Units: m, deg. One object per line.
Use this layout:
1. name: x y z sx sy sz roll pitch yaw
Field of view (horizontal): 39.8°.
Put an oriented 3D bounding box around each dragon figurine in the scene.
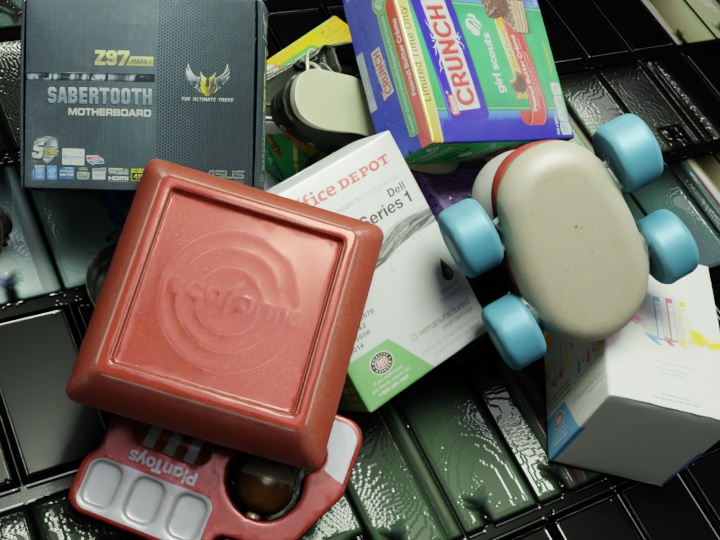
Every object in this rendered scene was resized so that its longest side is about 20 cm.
1. dragon figurine: -0.207 -0.085 0.893 0.059 0.199 0.100 -37 112 -38

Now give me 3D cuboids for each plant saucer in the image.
1. plant saucer: -0.097 0.025 0.747 0.198 0.037 0.202 17 72 -2

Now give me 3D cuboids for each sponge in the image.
1. sponge: 0.103 -0.101 1.052 0.111 0.030 0.201 -2 39 -23

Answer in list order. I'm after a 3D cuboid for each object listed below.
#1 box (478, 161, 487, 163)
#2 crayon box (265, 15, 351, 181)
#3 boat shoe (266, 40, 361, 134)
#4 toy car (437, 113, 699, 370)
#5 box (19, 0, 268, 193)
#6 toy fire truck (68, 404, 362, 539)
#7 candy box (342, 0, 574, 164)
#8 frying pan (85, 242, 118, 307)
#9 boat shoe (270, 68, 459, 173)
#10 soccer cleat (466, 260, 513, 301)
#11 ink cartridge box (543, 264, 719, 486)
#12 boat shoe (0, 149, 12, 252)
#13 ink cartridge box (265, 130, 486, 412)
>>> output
1. box: 0.105 -0.209 1.083 0.157 0.046 0.201 7 56 -15
2. crayon box: -0.047 -0.185 1.077 0.119 0.058 0.200 38 52 11
3. boat shoe: -0.036 -0.194 0.986 0.198 0.064 0.071 -17 61 -9
4. toy car: 0.162 -0.040 0.894 0.183 0.200 0.178 -28 108 -2
5. box: -0.177 -0.143 0.820 0.198 0.051 0.159 2 91 3
6. toy fire truck: -0.109 0.148 0.791 0.199 0.112 0.169 23 74 -2
7. candy box: 0.096 -0.191 0.945 0.199 0.077 0.171 -8 81 -38
8. frying pan: -0.177 0.000 0.909 0.114 0.031 0.190 31 39 -4
9. boat shoe: 0.009 -0.140 0.958 0.200 0.063 0.074 14 78 -30
10. soccer cleat: 0.057 -0.009 0.988 0.198 0.069 0.073 0 36 -19
11. ink cartridge box: 0.255 0.076 0.947 0.124 0.129 0.201 13 50 -11
12. boat shoe: -0.335 -0.040 0.859 0.064 0.072 0.201 -6 51 -18
13. ink cartridge box: 0.000 0.000 0.872 0.146 0.084 0.201 -33 99 -22
